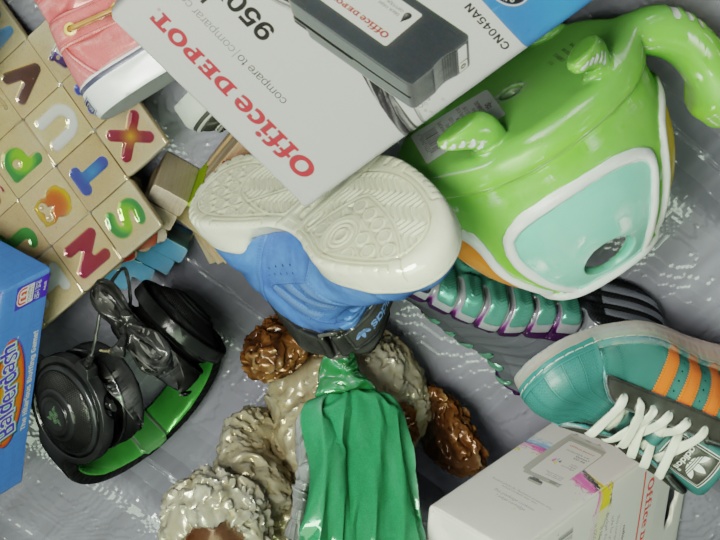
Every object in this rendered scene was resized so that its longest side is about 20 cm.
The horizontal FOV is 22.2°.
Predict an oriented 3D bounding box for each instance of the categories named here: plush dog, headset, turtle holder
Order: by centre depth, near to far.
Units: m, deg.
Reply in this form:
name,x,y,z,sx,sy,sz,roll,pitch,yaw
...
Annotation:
name,x,y,z,sx,sy,sz,roll,pitch,yaw
turtle holder,0.115,-0.071,1.013,0.185,0.141,0.132,-43,115,-24
headset,-0.128,0.066,1.072,0.094,0.123,0.200,43,160,23
plush dog,-0.023,0.113,1.128,0.199,0.161,0.172,29,99,-28

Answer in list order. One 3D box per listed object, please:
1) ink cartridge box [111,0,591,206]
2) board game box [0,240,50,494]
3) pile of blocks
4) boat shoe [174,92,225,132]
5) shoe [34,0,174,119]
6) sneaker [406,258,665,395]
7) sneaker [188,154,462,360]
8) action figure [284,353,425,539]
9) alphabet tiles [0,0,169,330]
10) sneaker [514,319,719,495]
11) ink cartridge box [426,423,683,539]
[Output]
name,x,y,z,sx,sy,sz,roll,pitch,yaw
ink cartridge box,0.001,-0.146,0.887,0.199,0.084,0.145,-34,111,31
board game box,-0.278,0.027,1.084,0.199,0.045,0.153,27,122,24
pile of blocks,-0.116,-0.022,1.087,0.199,0.062,0.082,-22,114,16
boat shoe,-0.011,-0.118,1.014,0.199,0.071,0.064,-29,94,16
shoe,-0.083,-0.171,0.998,0.199,0.071,0.091,-31,91,3
sneaker,0.078,0.036,1.099,0.198,0.075,0.088,18,123,-6
sneaker,0.001,-0.001,0.987,0.199,0.077,0.111,9,148,48
action figure,-0.003,0.142,1.038,0.117,0.055,0.202,2,79,-29
alphabet tiles,-0.208,-0.054,1.070,0.200,0.006,0.167,-38,86,23
sneaker,0.178,0.084,1.060,0.199,0.080,0.071,9,136,-37
ink cartridge box,0.123,0.162,1.127,0.067,0.199,0.117,26,125,33
